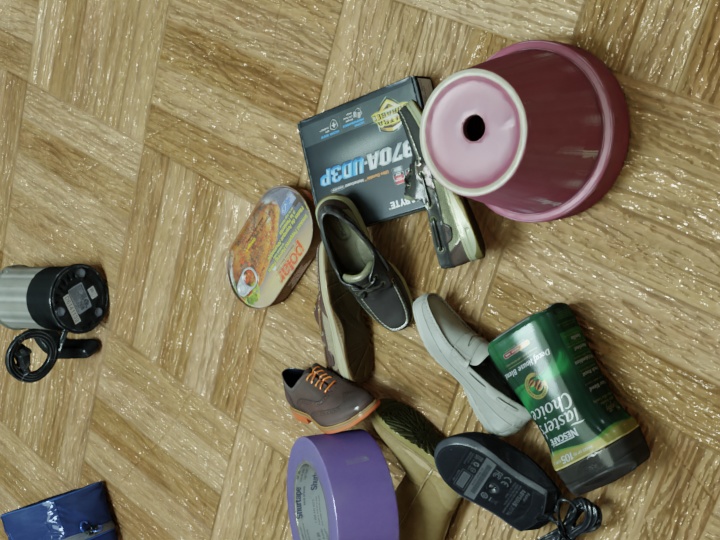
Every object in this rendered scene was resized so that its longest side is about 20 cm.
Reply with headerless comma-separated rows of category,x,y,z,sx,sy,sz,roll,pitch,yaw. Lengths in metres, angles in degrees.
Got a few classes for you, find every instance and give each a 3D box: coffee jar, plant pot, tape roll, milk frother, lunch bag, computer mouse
coffee jar,0.234,0.145,1.054,0.104,0.085,0.201,-39,73,35
plant pot,0.163,-0.147,1.009,0.199,0.178,0.202,7,101,37
tape roll,-0.027,0.312,1.226,0.200,0.084,0.202,177,90,-67
milk frother,-0.559,0.085,1.591,0.187,0.199,0.182,-1,100,38
lunch bag,-0.522,0.462,1.654,0.199,0.135,0.133,-22,83,36
computer mouse,0.179,0.257,1.116,0.199,0.053,0.139,36,128,8

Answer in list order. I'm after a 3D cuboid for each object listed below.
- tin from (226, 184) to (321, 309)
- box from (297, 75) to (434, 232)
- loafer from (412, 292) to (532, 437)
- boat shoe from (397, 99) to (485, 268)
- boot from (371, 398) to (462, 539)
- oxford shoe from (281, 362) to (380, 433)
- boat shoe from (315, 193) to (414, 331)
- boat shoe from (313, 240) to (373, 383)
tin,-0.120,-0.032,1.335,0.112,0.042,0.200,52,124,25
box,0.019,-0.142,1.204,0.199,0.046,0.160,-14,88,38
loafer,0.138,0.105,1.134,0.200,0.070,0.070,53,130,9
boat shoe,0.081,-0.097,1.093,0.066,0.072,0.202,-24,90,11
boot,0.049,0.295,1.233,0.175,0.066,0.201,39,120,28
oxford shoe,-0.049,0.165,1.247,0.199,0.071,0.073,-6,117,55
boat shoe,0.000,0.000,1.188,0.073,0.065,0.201,-30,103,20
boat shoe,-0.037,0.052,1.261,0.072,0.072,0.202,0,107,44
